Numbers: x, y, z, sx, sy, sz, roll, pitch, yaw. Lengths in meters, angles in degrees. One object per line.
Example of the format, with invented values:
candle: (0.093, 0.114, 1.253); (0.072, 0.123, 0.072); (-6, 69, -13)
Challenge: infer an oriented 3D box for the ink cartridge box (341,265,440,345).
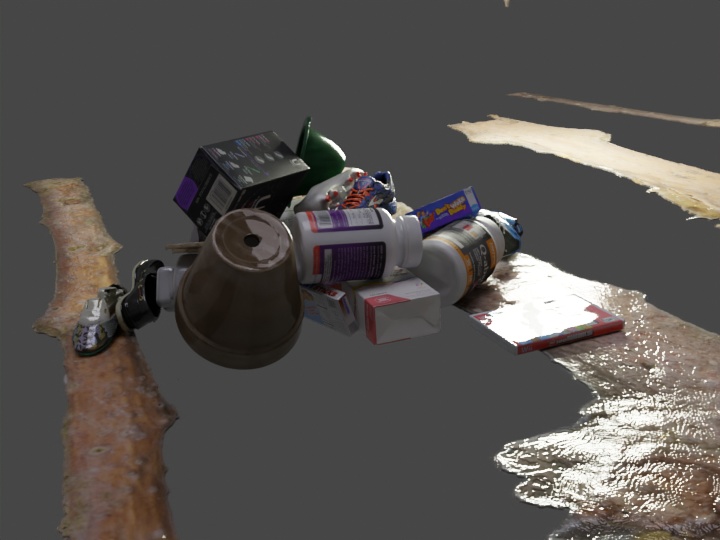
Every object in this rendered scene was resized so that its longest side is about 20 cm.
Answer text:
ink cartridge box: (0.039, 0.047, 1.537); (0.114, 0.069, 0.200); (-10, 19, -18)

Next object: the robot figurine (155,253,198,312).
robot figurine: (-0.235, 0.029, 1.574); (0.195, 0.116, 0.170); (-2, -10, 6)

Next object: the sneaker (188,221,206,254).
sneaker: (-0.252, -0.075, 1.782); (0.112, 0.202, 0.076); (-11, 49, -34)

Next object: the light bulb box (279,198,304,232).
light bulb box: (-0.073, -0.053, 1.767); (0.194, 0.128, 0.200); (-6, 19, -11)

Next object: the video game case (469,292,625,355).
video game case: (0.287, 0.080, 1.473); (0.196, 0.018, 0.143); (-11, 20, -21)

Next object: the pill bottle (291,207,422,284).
pill bottle: (-0.006, -0.041, 1.514); (0.195, 0.114, 0.111); (-4, 18, -14)

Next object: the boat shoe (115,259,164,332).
boat shoe: (-0.359, 0.036, 1.626); (0.062, 0.075, 0.202); (-20, 23, 10)

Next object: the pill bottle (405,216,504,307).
pill bottle: (0.168, -0.021, 1.639); (0.114, 0.119, 0.199); (8, 22, 31)

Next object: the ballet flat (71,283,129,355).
ballet flat: (-0.427, 0.070, 1.561); (0.070, 0.074, 0.201); (-2, 19, 4)

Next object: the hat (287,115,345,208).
hat: (-0.036, -0.186, 1.764); (0.172, 0.168, 0.202); (14, 38, -9)

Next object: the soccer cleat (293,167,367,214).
soccer cleat: (-0.048, -0.139, 1.719); (0.076, 0.071, 0.199); (0, 19, 29)

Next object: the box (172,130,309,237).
box: (-0.197, -0.144, 1.600); (0.106, 0.123, 0.199); (44, 33, 13)

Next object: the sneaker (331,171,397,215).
sneaker: (0.000, -0.121, 1.637); (0.074, 0.080, 0.200); (8, 22, 24)

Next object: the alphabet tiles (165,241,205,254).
alphabet tiles: (-0.215, -0.038, 1.578); (0.197, 0.015, 0.194); (-2, -1, 37)

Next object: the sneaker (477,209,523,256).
sneaker: (0.281, -0.082, 1.867); (0.088, 0.080, 0.200); (-3, 18, -8)

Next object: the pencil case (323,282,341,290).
pencil case: (0.000, 0.000, 1.651); (0.196, 0.089, 0.087); (-11, 19, -11)

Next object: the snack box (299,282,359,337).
snack box: (-0.080, 0.049, 1.547); (0.024, 0.073, 0.198); (-36, 33, -26)

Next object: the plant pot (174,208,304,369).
plant pot: (-0.168, 0.010, 1.386); (0.195, 0.175, 0.203); (8, 48, -9)

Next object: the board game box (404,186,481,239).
board game box: (0.139, -0.085, 1.764); (0.132, 0.046, 0.200); (-22, -8, -8)
